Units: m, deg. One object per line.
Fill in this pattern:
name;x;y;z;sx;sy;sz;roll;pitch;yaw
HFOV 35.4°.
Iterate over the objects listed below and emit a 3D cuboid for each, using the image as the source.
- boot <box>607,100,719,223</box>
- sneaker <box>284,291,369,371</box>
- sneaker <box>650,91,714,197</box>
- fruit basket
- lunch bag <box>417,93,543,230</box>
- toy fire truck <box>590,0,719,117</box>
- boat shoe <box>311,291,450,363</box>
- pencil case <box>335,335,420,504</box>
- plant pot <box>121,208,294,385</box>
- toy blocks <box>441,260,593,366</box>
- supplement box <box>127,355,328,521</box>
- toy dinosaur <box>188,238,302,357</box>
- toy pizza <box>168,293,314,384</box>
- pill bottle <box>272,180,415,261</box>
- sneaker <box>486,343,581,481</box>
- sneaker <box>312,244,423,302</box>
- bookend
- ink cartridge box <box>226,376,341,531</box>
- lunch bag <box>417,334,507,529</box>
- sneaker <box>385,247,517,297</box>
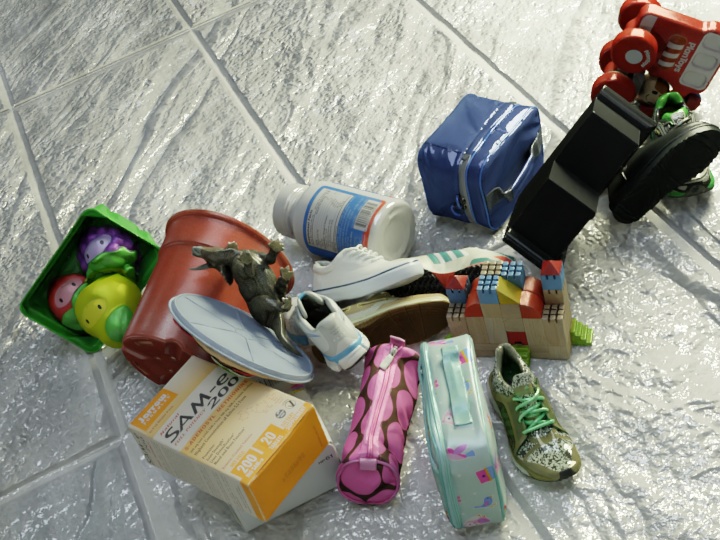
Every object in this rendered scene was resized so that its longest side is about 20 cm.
boot;0.399;-0.176;1.583;0.198;0.073;0.163;-44;37;30
sneaker;-0.059;0.055;1.458;0.075;0.087;0.200;-40;27;-13
sneaker;0.452;-0.179;1.618;0.078;0.085;0.201;-13;42;7
fruit basket;-0.378;0.027;1.618;0.216;0.155;0.216;-49;19;24
lunch bag;0.184;-0.156;1.654;0.132;0.136;0.200;15;51;33
toy fire truck;0.444;-0.302;1.686;0.167;0.201;0.112;20;49;2
boat shoe;0.027;0.063;1.520;0.199;0.074;0.067;-15;39;6
pencil case;0.024;0.180;1.376;0.090;0.094;0.201;15;47;-3
plant pot;-0.218;0.055;1.547;0.200;0.201;0.196;7;55;26
toy blocks;0.186;0.046;1.432;0.199;0.137;0.100;0;44;21
supplement box;-0.155;0.192;1.321;0.199;0.074;0.126;17;52;35
toy dinosaur;-0.125;0.023;1.440;0.077;0.102;0.200;-39;87;-31
toy pizza;-0.148;0.090;1.384;0.200;0.200;0.032;39;104;44
pill bottle;-0.028;-0.069;1.658;0.199;0.113;0.112;17;52;35
sneaker;0.195;0.164;1.337;0.077;0.089;0.200;-23;42;-5
sneaker;0.000;0.000;1.542;0.199;0.071;0.073;-14;-1;42
bookend;0.289;-0.118;1.475;0.092;0.200;0.199;36;24;0
ink cartridge box;-0.122;0.206;1.414;0.144;0.085;0.200;-26;40;-7
lunch bag;0.113;0.179;1.297;0.077;0.161;0.201;-14;42;5
sneaker;0.125;0.007;1.566;0.199;0.071;0.093;-3;17;29
